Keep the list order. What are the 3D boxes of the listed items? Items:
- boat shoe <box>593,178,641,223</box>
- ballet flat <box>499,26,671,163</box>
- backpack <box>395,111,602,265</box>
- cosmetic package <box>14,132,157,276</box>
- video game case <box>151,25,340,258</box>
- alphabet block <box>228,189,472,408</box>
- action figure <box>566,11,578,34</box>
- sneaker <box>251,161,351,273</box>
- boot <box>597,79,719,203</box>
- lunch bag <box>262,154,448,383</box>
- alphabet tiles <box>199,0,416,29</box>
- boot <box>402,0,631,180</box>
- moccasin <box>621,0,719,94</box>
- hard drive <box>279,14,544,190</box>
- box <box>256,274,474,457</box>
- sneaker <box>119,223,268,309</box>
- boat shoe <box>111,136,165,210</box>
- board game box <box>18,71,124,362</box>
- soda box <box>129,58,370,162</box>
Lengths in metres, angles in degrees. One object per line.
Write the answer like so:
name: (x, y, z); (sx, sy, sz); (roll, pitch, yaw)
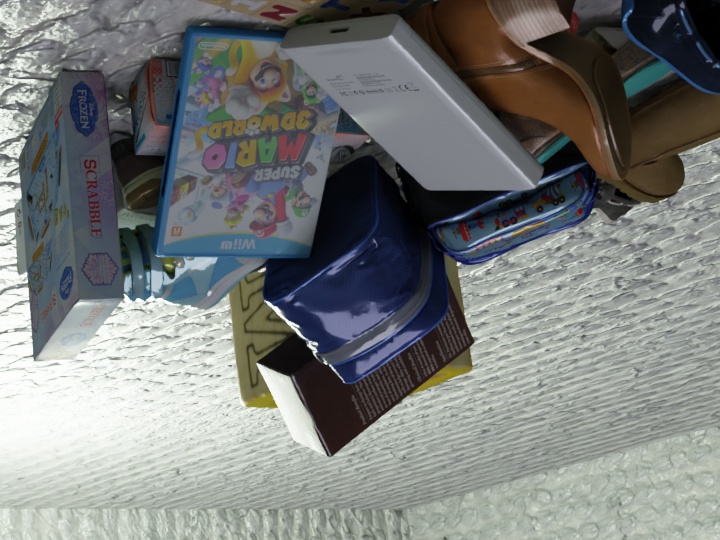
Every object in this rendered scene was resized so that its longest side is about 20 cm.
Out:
boat shoe: (0.251, -0.096, 1.714); (0.057, 0.067, 0.200); (-30, 162, 17)
ballet flat: (0.200, -0.167, 1.396); (0.200, 0.067, 0.068); (-35, 170, -17)
backpack: (0.133, -0.087, 1.523); (0.182, 0.135, 0.200); (-21, 172, 5)
cosmetic package: (-0.240, -0.056, 1.586); (0.112, 0.082, 0.200); (6, 159, -38)
video game case: (-0.091, -0.103, 1.364); (0.142, 0.018, 0.201); (0, 118, -25)
alphabet block: (-0.017, 0.033, 1.779); (0.195, 0.201, 0.196); (5, 160, -35)
action figure: (0.100, -0.178, 1.387); (0.199, 0.052, 0.065); (-22, 154, 36)
sneaker: (-0.054, -0.017, 1.610); (0.200, 0.099, 0.071); (-36, -170, -24)
boot: (0.329, -0.134, 1.603); (0.175, 0.066, 0.200); (8, 157, -43)
lunch bag: (0.000, 0.000, 1.506); (0.136, 0.200, 0.132); (-32, 115, 18)
alphabet tiles: (-0.030, -0.225, 1.232); (0.166, 0.006, 0.199); (-21, 159, 41)
boot: (0.122, -0.143, 1.318); (0.155, 0.077, 0.200); (-15, 126, 31)
moccasin: (0.296, -0.190, 1.358); (0.068, 0.081, 0.199); (-7, 170, 44)
hard drive: (0.043, -0.131, 1.322); (0.132, 0.026, 0.200); (3, 150, 47)
box: (0.008, 0.081, 1.603); (0.200, 0.100, 0.075); (-36, -152, -26)
sneaker: (-0.159, -0.027, 1.473); (0.130, 0.080, 0.200); (0, 146, -35)
boat shoe: (-0.155, -0.105, 1.474); (0.072, 0.066, 0.201); (-27, 179, 29)
board game box: (-0.254, -0.041, 1.418); (0.041, 0.201, 0.200); (-1, 163, -22)
soda box: (-0.095, -0.136, 1.409); (0.199, 0.064, 0.068); (1, 162, -24)
